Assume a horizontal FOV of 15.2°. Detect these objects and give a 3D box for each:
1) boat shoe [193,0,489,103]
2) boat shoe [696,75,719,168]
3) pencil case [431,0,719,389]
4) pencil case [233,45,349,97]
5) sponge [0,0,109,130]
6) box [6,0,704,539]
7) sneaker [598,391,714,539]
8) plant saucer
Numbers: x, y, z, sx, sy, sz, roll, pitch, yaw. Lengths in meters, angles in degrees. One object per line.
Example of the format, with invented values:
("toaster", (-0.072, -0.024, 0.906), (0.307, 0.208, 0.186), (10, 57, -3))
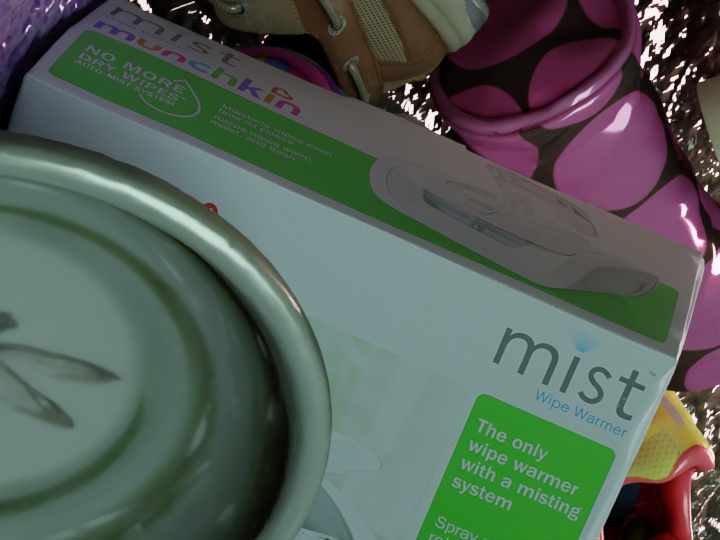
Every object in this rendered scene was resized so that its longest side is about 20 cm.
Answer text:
("boat shoe", (-0.028, -0.109, 0.875), (0.072, 0.076, 0.200), (-46, 139, 2))
("boat shoe", (0.173, -0.051, 1.030), (0.063, 0.074, 0.201), (-21, 174, 12))
("pencil case", (0.094, -0.037, 1.027), (0.200, 0.090, 0.094), (54, 40, -51))
("pencil case", (0.000, 0.000, 0.937), (0.088, 0.088, 0.200), (-46, 142, -1))
("sponge", (-0.100, -0.076, 0.728), (0.200, 0.030, 0.112), (102, 13, -68))
("box", (-0.023, 0.042, 0.807), (0.097, 0.199, 0.177), (-58, 172, -67))
("sneaker", (0.099, 0.129, 1.175), (0.078, 0.090, 0.201), (-15, 133, -35))
("plant saucer", (-0.108, 0.029, 0.719), (0.199, 0.050, 0.201), (-2, 131, -2))
